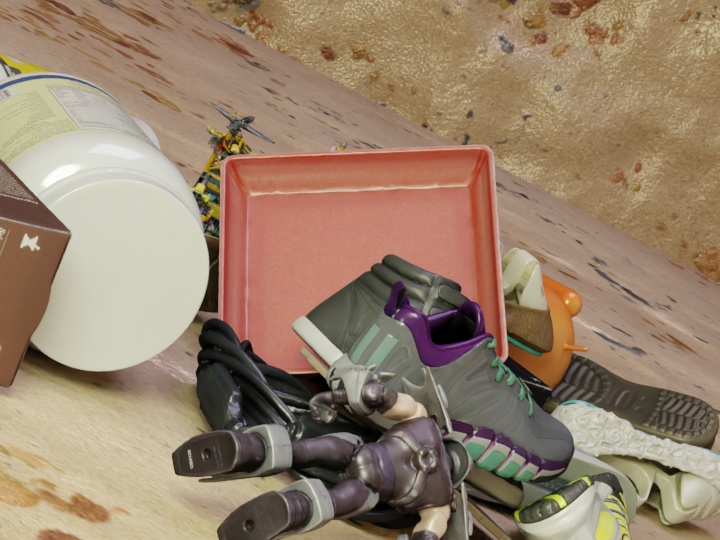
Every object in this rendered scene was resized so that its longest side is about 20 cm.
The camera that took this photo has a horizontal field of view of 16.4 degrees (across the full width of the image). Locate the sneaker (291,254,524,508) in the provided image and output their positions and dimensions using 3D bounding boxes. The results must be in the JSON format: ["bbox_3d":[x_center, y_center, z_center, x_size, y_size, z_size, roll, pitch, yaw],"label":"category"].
[{"bbox_3d":[0.054,0.065,1.646,0.200,0.099,0.071,42,-3,24],"label":"sneaker"}]

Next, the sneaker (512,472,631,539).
[{"bbox_3d":[0.146,0.182,1.665,0.076,0.075,0.200,64,12,7],"label":"sneaker"}]

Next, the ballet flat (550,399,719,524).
[{"bbox_3d":[0.228,0.167,1.980,0.200,0.072,0.072,22,11,-22],"label":"ballet flat"}]

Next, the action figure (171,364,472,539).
[{"bbox_3d":[-0.005,0.115,1.417,0.200,0.069,0.130,0,62,-46],"label":"action figure"}]

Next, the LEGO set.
[{"bbox_3d":[-0.062,-0.056,2.027,0.200,0.116,0.154,31,25,4],"label":"LEGO set"}]

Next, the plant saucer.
[{"bbox_3d":[0.000,0.000,1.771,0.199,0.037,0.200,-2,52,1],"label":"plant saucer"}]

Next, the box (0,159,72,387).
[{"bbox_3d":[-0.249,-0.022,1.454,0.075,0.100,0.200,14,16,-36],"label":"box"}]

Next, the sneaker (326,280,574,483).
[{"bbox_3d":[0.076,0.069,1.535,0.200,0.088,0.074,19,18,-42],"label":"sneaker"}]

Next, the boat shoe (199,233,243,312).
[{"bbox_3d":[-0.175,-0.018,1.776,0.202,0.075,0.075,28,-6,-42],"label":"boat shoe"}]

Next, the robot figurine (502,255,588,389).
[{"bbox_3d":[0.095,0.043,2.045,0.144,0.117,0.200,20,9,-40],"label":"robot figurine"}]

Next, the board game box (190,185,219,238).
[{"bbox_3d":[-0.060,-0.015,2.168,0.200,0.028,0.135,30,10,7],"label":"board game box"}]

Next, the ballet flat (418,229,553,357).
[{"bbox_3d":[0.093,0.011,1.881,0.200,0.072,0.068,21,11,-44],"label":"ballet flat"}]

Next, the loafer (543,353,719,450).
[{"bbox_3d":[0.199,0.125,2.064,0.200,0.068,0.076,19,40,29],"label":"loafer"}]

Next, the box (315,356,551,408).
[{"bbox_3d":[0.023,0.059,1.870,0.141,0.079,0.200,17,15,-44],"label":"box"}]

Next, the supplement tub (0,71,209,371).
[{"bbox_3d":[-0.181,-0.031,1.562,0.145,0.145,0.200,23,11,-28],"label":"supplement tub"}]

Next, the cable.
[{"bbox_3d":[-0.034,0.095,1.598,0.163,0.051,0.200,28,8,-23],"label":"cable"}]

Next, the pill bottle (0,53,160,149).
[{"bbox_3d":[-0.238,-0.093,1.823,0.111,0.111,0.200,35,12,33],"label":"pill bottle"}]

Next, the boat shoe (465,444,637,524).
[{"bbox_3d":[0.102,0.133,1.777,0.201,0.070,0.072,28,-3,-21],"label":"boat shoe"}]

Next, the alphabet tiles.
[{"bbox_3d":[0.038,0.122,1.603,0.166,0.006,0.200,41,-2,36],"label":"alphabet tiles"}]
